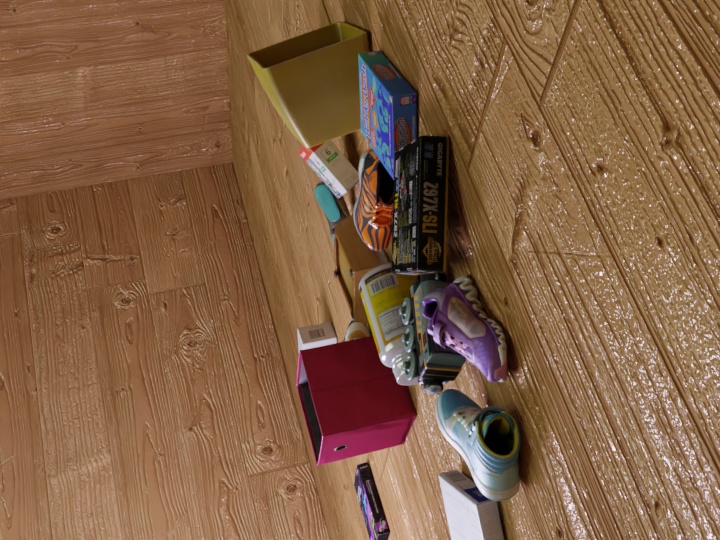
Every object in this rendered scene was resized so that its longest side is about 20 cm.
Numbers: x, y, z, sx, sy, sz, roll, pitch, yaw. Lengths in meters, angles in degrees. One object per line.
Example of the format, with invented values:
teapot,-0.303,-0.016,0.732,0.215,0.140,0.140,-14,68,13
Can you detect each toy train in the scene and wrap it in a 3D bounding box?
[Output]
toy train,0.115,0.091,1.455,0.114,0.085,0.200,116,158,-49

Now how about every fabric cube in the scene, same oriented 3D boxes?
fabric cube,-0.015,0.272,1.955,0.196,0.199,0.200,103,154,-60

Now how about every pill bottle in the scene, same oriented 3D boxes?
pill bottle,0.072,0.093,1.613,0.109,0.109,0.200,101,155,-60

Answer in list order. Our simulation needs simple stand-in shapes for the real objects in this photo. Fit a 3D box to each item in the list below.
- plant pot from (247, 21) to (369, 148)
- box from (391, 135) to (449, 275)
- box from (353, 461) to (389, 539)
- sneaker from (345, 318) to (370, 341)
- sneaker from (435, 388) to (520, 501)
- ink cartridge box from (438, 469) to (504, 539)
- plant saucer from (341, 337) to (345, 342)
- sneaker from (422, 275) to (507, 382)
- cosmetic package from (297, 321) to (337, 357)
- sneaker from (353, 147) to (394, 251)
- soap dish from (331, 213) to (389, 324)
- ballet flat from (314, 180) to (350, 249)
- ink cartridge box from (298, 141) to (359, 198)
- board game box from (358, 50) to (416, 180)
plant pot,-0.080,-0.349,1.770,0.200,0.200,0.177,-128,17,-64
box,0.090,-0.095,1.422,0.160,0.049,0.200,166,106,-79
box,0.026,0.628,2.458,0.143,0.036,0.200,97,160,-54
sneaker,0.000,0.197,2.162,0.088,0.075,0.200,-91,4,-52
sneaker,0.173,0.219,1.343,0.200,0.079,0.131,55,156,41
ink cartridge box,0.192,0.450,1.537,0.200,0.041,0.200,-169,69,-77
plant saucer,-0.022,0.260,2.361,0.200,0.036,0.200,169,90,-77
sneaker,0.145,0.090,1.330,0.200,0.088,0.081,-117,21,-49
cosmetic package,-0.121,0.247,2.646,0.071,0.101,0.200,-113,18,-46
sneaker,0.035,-0.114,1.676,0.112,0.077,0.200,-123,25,-62
soap dish,0.000,0.000,1.925,0.200,0.081,0.158,-114,18,-50
ballet flat,-0.039,-0.108,2.060,0.065,0.070,0.200,-31,-77,-62
ink cartridge box,-0.087,-0.248,1.966,0.200,0.050,0.109,48,169,-5
board game box,0.045,-0.266,1.576,0.200,0.045,0.152,-117,20,-54
